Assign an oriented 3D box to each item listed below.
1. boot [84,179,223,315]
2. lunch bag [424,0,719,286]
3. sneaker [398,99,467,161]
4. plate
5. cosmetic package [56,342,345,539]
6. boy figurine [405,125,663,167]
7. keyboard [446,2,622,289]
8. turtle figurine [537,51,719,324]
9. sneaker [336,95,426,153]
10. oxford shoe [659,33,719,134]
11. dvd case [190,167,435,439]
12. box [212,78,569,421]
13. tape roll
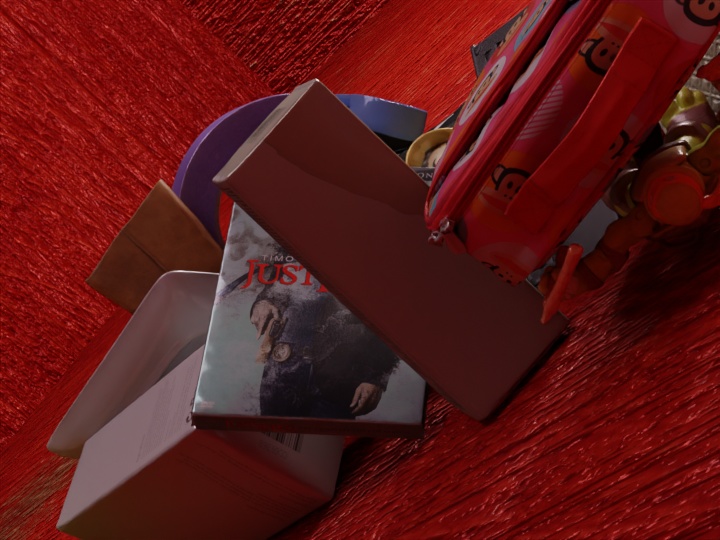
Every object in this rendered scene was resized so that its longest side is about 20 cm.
[{"bbox_3d":[-0.093,0.000,1.427,0.188,0.200,0.068,-48,-2,3],"label":"boot"},{"bbox_3d":[0.111,-0.090,0.883,0.200,0.082,0.176,-55,6,24],"label":"lunch bag"},{"bbox_3d":[0.116,-0.109,1.338,0.200,0.073,0.112,-40,13,-13],"label":"sneaker"},{"bbox_3d":[-0.103,0.081,1.288,0.200,0.199,0.032,-52,50,32],"label":"plate"},{"bbox_3d":[-0.108,0.134,1.189,0.200,0.113,0.081,-34,33,46],"label":"cosmetic package"},{"bbox_3d":[0.113,-0.089,1.166,0.200,0.064,0.125,-15,51,46],"label":"boy figurine"},{"bbox_3d":[0.101,-0.070,1.099,0.127,0.021,0.201,-34,49,32],"label":"keyboard"},{"bbox_3d":[0.168,-0.054,0.917,0.200,0.064,0.161,-54,3,14],"label":"turtle figurine"},{"bbox_3d":[-0.014,-0.086,1.335,0.200,0.070,0.078,-2,77,64],"label":"sneaker"},{"bbox_3d":[0.234,-0.131,0.977,0.058,0.075,0.200,-10,-23,-33],"label":"oxford shoe"},{"bbox_3d":[-0.021,0.015,1.115,0.022,0.145,0.201,81,-165,-51],"label":"dvd case"},{"bbox_3d":[0.015,-0.011,1.004,0.078,0.200,0.095,-48,10,-4],"label":"box"},{"bbox_3d":[-0.060,-0.049,1.496,0.200,0.200,0.085,-48,10,-6],"label":"tape roll"}]
